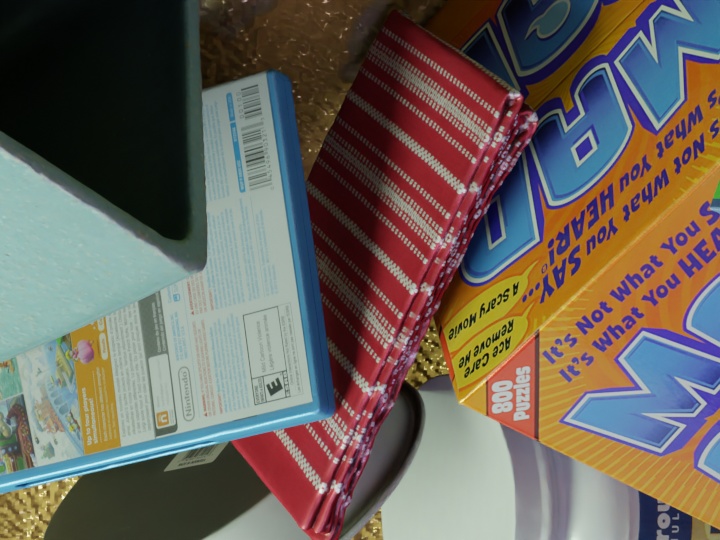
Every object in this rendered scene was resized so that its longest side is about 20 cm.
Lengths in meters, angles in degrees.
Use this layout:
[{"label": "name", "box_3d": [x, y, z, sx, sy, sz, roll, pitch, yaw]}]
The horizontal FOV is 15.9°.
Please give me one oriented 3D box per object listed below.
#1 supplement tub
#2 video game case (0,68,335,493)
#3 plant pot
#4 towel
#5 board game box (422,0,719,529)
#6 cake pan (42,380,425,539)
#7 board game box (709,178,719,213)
[{"label": "supplement tub", "box_3d": [0.124, 0.111, 1.210, 0.199, 0.145, 0.145, 2, 133, -29]}, {"label": "video game case", "box_3d": [-0.110, 0.010, 1.072, 0.199, 0.144, 0.018, -14, 166, 23]}, {"label": "plant pot", "box_3d": [-0.196, -0.069, 0.980, 0.199, 0.197, 0.195, -33, 133, 30]}, {"label": "towel", "box_3d": [0.000, 0.000, 1.071, 0.022, 0.145, 0.201, 21, 100, -27]}, {"label": "board game box", "box_3d": [0.156, -0.040, 1.079, 0.199, 0.201, 0.200, 26, 123, -33]}, {"label": "cake pan", "box_3d": [-0.064, 0.098, 1.174, 0.199, 0.201, 0.037, -28, 110, 13]}, {"label": "board game box", "box_3d": [0.224, -0.041, 0.936, 0.199, 0.034, 0.136, 28, 78, -33]}]
